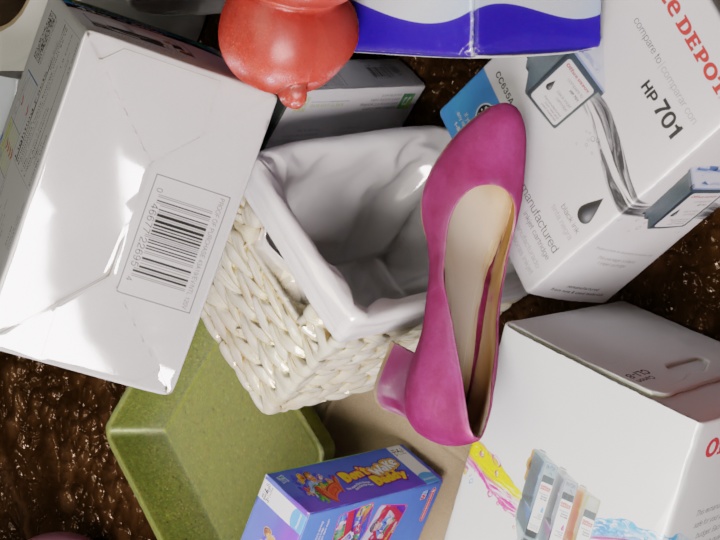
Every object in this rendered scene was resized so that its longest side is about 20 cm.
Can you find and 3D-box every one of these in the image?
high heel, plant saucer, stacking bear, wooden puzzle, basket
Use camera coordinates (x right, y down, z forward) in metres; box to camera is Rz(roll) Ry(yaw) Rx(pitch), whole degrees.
[{"bbox_3d":[0.070,0.001,1.043,0.096,0.067,0.201,17,81,57],"label":"high heel"},{"bbox_3d":[-0.097,0.127,1.342,0.201,0.048,0.200,57,129,33],"label":"plant saucer"},{"bbox_3d":[-0.031,-0.193,1.004,0.121,0.113,0.201,39,130,39],"label":"stacking bear"},{"bbox_3d":[0.018,0.169,1.286,0.200,0.037,0.186,39,118,34],"label":"wooden puzzle"},{"bbox_3d":[0.000,0.000,1.177,0.136,0.199,0.124,56,131,20],"label":"basket"}]

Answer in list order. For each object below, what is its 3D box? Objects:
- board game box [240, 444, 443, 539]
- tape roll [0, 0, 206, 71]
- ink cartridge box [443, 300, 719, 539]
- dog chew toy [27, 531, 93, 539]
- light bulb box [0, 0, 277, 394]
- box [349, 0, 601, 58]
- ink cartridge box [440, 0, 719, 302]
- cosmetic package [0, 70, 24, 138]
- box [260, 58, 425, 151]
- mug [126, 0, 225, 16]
[{"bbox_3d":[-0.035,0.221,1.223,0.045,0.134,0.201,38,118,34],"label":"board game box"},{"bbox_3d":[-0.228,-0.234,1.368,0.201,0.139,0.205,6,100,38],"label":"tape roll"},{"bbox_3d":[0.155,0.139,1.096,0.144,0.145,0.202,27,111,33],"label":"ink cartridge box"},{"bbox_3d":[-0.214,0.306,1.439,0.200,0.124,0.125,46,121,15],"label":"dog chew toy"},{"bbox_3d":[-0.159,-0.055,1.137,0.200,0.124,0.200,-134,64,-69],"label":"light bulb box"},{"bbox_3d":[0.042,-0.230,1.068,0.183,0.104,0.202,11,107,49],"label":"box"},{"bbox_3d":[0.161,-0.098,1.090,0.200,0.085,0.147,-45,57,35],"label":"ink cartridge box"},{"bbox_3d":[-0.183,-0.067,1.310,0.051,0.199,0.152,17,106,42],"label":"cosmetic package"},{"bbox_3d":[-0.053,-0.056,1.242,0.036,0.144,0.201,45,120,25],"label":"box"},{"bbox_3d":[-0.079,-0.285,1.251,0.198,0.148,0.177,-10,87,11],"label":"mug"}]
